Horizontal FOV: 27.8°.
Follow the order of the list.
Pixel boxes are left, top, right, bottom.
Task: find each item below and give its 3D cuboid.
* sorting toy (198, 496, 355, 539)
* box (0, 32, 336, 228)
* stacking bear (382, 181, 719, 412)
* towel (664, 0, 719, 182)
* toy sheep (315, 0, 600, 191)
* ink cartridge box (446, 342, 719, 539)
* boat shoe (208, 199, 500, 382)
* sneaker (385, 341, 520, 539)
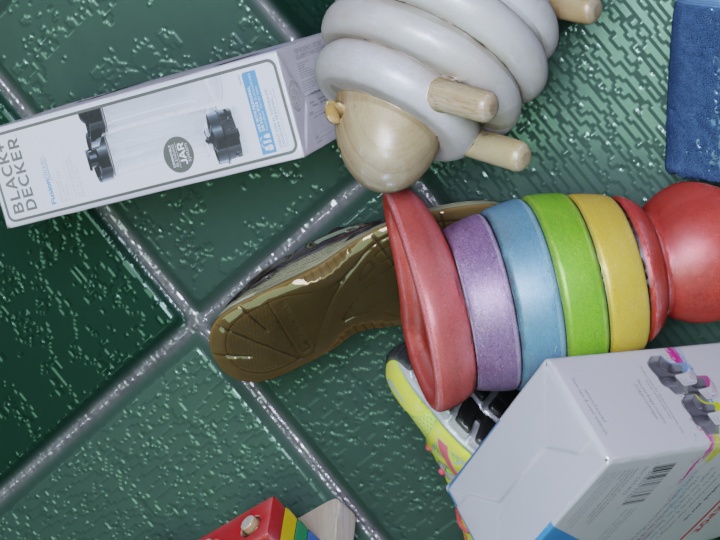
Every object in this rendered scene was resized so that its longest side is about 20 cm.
[{"bbox_3d":[-0.106,0.242,0.907,0.198,0.201,0.070,-33,117,24],"label":"sorting toy"},{"bbox_3d":[-0.111,-0.085,0.868,0.198,0.117,0.061,-12,101,22],"label":"box"},{"bbox_3d":[0.124,0.004,0.803,0.198,0.114,0.122,-13,120,-5],"label":"stacking bear"},{"bbox_3d":[0.223,-0.141,0.775,0.111,0.049,0.202,7,108,18],"label":"towel"},{"bbox_3d":[0.048,-0.132,0.783,0.137,0.138,0.201,27,76,9],"label":"toy sheep"},{"bbox_3d":[0.161,0.103,0.808,0.115,0.199,0.068,-57,49,37],"label":"ink cartridge box"},{"bbox_3d":[0.000,0.000,0.880,0.198,0.065,0.074,-20,118,4],"label":"boat shoe"},{"bbox_3d":[0.079,0.130,0.888,0.200,0.078,0.090,47,123,5],"label":"sneaker"}]
